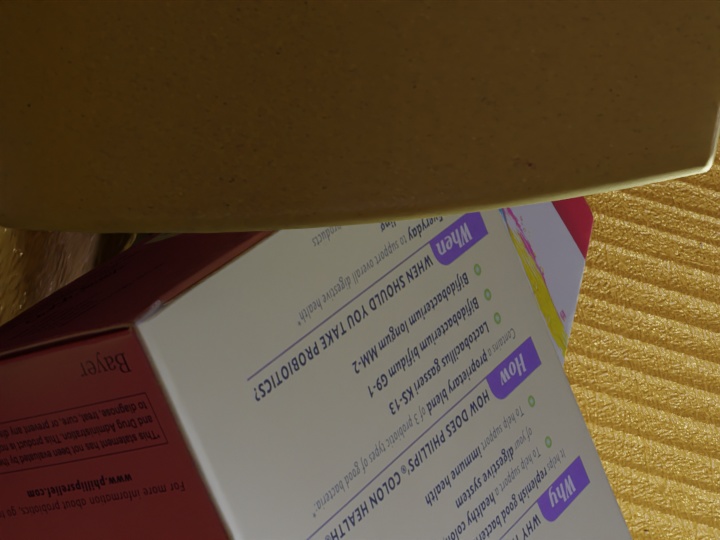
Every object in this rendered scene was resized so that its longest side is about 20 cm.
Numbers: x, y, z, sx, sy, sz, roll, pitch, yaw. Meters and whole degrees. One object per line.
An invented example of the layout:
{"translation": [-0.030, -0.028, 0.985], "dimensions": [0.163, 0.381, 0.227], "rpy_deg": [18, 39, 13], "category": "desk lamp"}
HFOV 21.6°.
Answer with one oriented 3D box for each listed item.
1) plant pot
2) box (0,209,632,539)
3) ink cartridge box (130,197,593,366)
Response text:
{"translation": [0.020, -0.128, 0.476], "dimensions": [0.200, 0.176, 0.200], "rpy_deg": [-70, 167, -49], "category": "plant pot"}
{"translation": [-0.011, 0.077, 0.605], "dimensions": [0.176, 0.096, 0.200], "rpy_deg": [-37, 107, -49], "category": "box"}
{"translation": [0.000, 0.000, 0.841], "dimensions": [0.145, 0.145, 0.200], "rpy_deg": [56, 28, -22], "category": "ink cartridge box"}
